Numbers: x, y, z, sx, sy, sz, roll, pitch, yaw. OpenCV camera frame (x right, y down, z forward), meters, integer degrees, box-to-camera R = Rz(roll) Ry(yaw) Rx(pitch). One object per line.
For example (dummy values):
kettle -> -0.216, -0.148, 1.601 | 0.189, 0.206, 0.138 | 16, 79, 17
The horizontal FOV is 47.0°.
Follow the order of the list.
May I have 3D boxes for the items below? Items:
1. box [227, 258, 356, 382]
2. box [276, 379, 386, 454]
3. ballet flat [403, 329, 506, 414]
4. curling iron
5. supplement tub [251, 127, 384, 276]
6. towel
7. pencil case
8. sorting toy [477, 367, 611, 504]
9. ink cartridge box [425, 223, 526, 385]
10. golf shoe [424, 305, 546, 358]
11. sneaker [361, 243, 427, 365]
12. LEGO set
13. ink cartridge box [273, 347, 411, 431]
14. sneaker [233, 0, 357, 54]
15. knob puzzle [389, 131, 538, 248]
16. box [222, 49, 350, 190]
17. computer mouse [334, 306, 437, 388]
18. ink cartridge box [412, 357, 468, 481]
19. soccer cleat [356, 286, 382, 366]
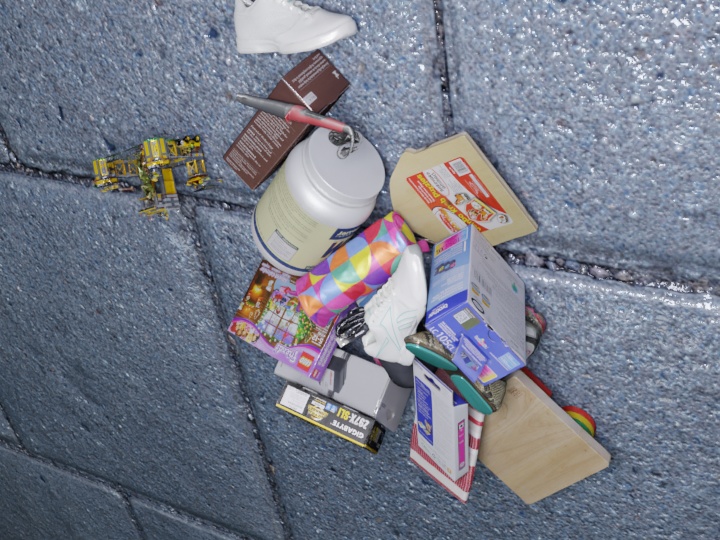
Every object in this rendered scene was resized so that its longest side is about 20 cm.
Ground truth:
box -> -0.116, 0.079, 1.374 | 0.198, 0.139, 0.039 | 23, 175, 34
box -> -0.043, 0.246, 1.371 | 0.157, 0.050, 0.200 | 21, 168, 11
ballet flat -> 0.138, 0.123, 1.159 | 0.199, 0.076, 0.067 | 41, 157, -29
curling iron -> -0.085, -0.196, 1.086 | 0.197, 0.026, 0.050 | 24, 131, 20
supplement tub -> -0.063, -0.101, 1.208 | 0.145, 0.145, 0.200 | 41, 137, -2
towel -> 0.141, 0.252, 1.335 | 0.143, 0.022, 0.205 | 31, 122, 47
pencil case -> 0.000, 0.000, 1.200 | 0.198, 0.089, 0.089 | -32, 106, 16
sorting toy -> 0.268, 0.253, 1.318 | 0.198, 0.070, 0.200 | 42, 137, -2
ink cartridge box -> 0.157, 0.055, 1.116 | 0.076, 0.202, 0.136 | -32, 117, 29
golf shoe -> 0.173, 0.094, 1.241 | 0.197, 0.092, 0.074 | -1, 127, 38
sneaker -> 0.047, 0.052, 1.148 | 0.078, 0.071, 0.204 | 5, 126, -6
LEGO set -> -0.337, -0.140, 1.360 | 0.196, 0.153, 0.119 | -11, 91, 27
ink cartridge box -> -0.026, 0.188, 1.411 | 0.197, 0.085, 0.145 | 20, 168, 24
sneaker -> -0.096, -0.338, 1.099 | 0.196, 0.075, 0.090 | 7, 116, 32
knob puzzle -> 0.125, -0.102, 1.152 | 0.215, 0.031, 0.222 | 19, 145, 14
box -> -0.109, -0.211, 1.184 | 0.075, 0.100, 0.199 | 46, 136, -7
computer mouse -> 0.060, 0.121, 1.257 | 0.137, 0.053, 0.201 | -33, 129, 4
ink cartridge box -> 0.122, 0.221, 1.257 | 0.094, 0.037, 0.203 | 39, 148, 42
soccer cleat -> 0.030, 0.067, 1.347 | 0.086, 0.069, 0.203 | 33, 140, 37
